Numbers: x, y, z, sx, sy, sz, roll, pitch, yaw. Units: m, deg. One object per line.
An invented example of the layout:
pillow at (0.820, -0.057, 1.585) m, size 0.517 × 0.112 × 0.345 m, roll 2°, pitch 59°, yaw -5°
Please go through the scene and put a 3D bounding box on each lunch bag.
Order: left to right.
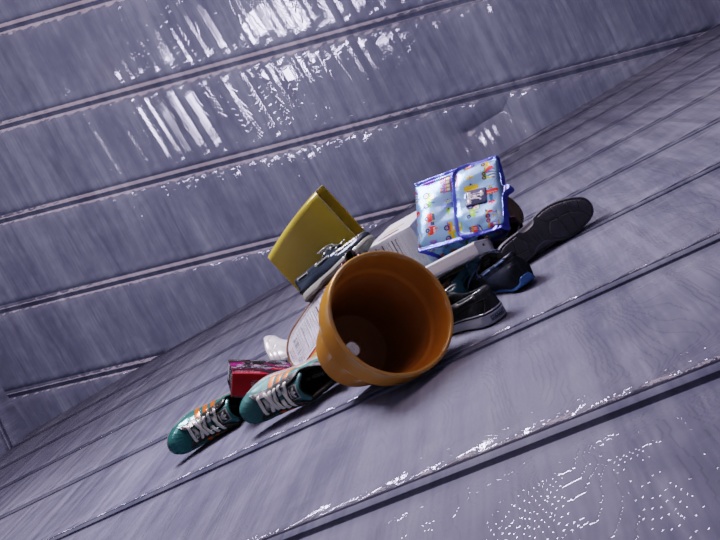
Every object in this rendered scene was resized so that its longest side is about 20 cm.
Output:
lunch bag at (0.208, -0.118, 1.667) m, size 0.200 × 0.151 × 0.094 m, roll -22°, pitch -30°, yaw 39°

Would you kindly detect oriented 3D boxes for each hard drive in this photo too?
hard drive at (0.137, -0.001, 1.591) m, size 0.200 × 0.027 × 0.132 m, roll -28°, pitch -5°, yaw 20°

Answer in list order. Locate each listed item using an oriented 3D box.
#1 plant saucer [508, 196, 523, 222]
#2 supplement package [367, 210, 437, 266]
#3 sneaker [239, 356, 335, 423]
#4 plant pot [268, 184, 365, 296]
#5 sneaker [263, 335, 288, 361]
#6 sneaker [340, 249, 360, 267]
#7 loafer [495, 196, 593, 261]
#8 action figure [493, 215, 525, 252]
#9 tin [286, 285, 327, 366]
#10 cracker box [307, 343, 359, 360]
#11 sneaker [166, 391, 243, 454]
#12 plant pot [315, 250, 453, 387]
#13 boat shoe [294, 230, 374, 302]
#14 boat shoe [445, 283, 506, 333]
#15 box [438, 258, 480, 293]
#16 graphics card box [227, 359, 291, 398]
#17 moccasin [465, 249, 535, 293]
plant saucer at (0.250, -0.119, 1.888) m, size 0.200 × 0.200 × 0.029 m, roll -21°, pitch 46°, yaw 55°
supplement package at (0.119, -0.030, 1.841) m, size 0.111 × 0.156 × 0.200 m, roll -28°, pitch 8°, yaw 22°
sneaker at (-0.124, 0.207, 1.521) m, size 0.200 × 0.071 × 0.080 m, roll -30°, pitch 3°, yaw 2°
plant pot at (-0.086, -0.047, 1.897) m, size 0.176 × 0.200 × 0.200 m, roll -41°, pitch 6°, yaw 8°
sneaker at (-0.168, 0.184, 1.985) m, size 0.088 × 0.075 × 0.200 m, roll -20°, pitch 12°, yaw -8°
sneaker at (0.000, 0.000, 1.690) m, size 0.076 × 0.116 × 0.200 m, roll -34°, pitch 21°, yaw -4°
loafer at (0.330, -0.071, 1.606) m, size 0.200 × 0.072 × 0.063 m, roll -33°, pitch 1°, yaw -1°
action figure at (0.234, -0.071, 1.781) m, size 0.200 × 0.134 × 0.149 m, roll 6°, pitch 58°, yaw 41°
tin at (-0.084, 0.117, 1.753) m, size 0.200 × 0.042 × 0.112 m, roll -55°, pitch 42°, yaw 23°
cracker box at (0.007, 0.129, 1.618) m, size 0.200 × 0.058 × 0.134 m, roll -30°, pitch 6°, yaw 15°
sneaker at (-0.284, 0.286, 1.702) m, size 0.200 × 0.071 × 0.080 m, roll -33°, pitch 3°, yaw -27°
plant pot at (0.017, 0.097, 1.364) m, size 0.200 × 0.200 × 0.183 m, roll -36°, pitch -8°, yaw -31°
boat shoe at (-0.054, -0.018, 1.765) m, size 0.200 × 0.062 × 0.075 m, roll -45°, pitch -22°, yaw 26°
boat shoe at (0.150, 0.064, 1.426) m, size 0.074 × 0.068 × 0.199 m, roll -35°, pitch 8°, yaw -28°
box at (0.168, 0.033, 1.639) m, size 0.082 × 0.049 × 0.200 m, roll -27°, pitch 8°, yaw 29°
graphics card box at (-0.195, 0.210, 1.718) m, size 0.125 × 0.051 × 0.200 m, roll 2°, pitch 0°, yaw -10°
moccasin at (0.237, -0.004, 1.519) m, size 0.080 × 0.068 × 0.200 m, roll -34°, pitch 6°, yaw -22°
